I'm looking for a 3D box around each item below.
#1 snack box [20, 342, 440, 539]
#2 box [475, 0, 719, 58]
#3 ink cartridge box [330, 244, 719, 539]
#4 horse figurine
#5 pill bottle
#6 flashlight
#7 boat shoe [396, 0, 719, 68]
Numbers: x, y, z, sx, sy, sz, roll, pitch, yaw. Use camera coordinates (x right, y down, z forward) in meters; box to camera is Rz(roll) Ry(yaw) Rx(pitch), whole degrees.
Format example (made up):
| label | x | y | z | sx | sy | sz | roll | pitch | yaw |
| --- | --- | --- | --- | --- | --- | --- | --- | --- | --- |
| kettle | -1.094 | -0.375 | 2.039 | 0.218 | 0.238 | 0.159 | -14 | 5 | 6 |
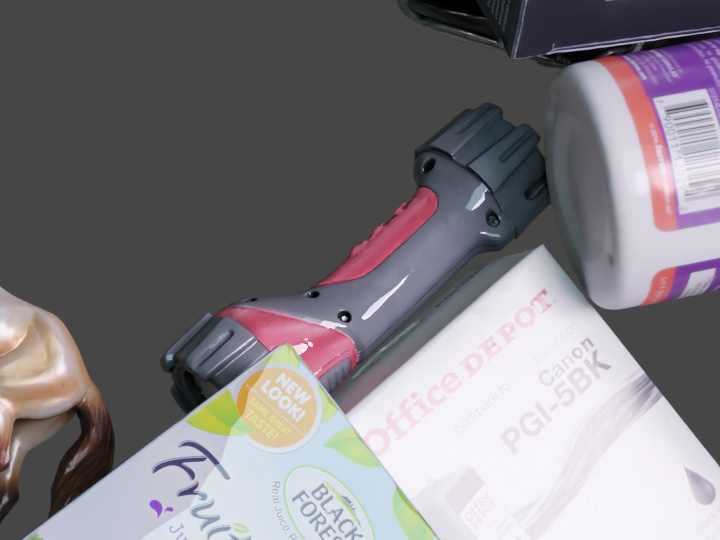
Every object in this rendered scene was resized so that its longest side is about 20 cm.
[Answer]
| label | x | y | z | sx | sy | sz | roll | pitch | yaw |
| --- | --- | --- | --- | --- | --- | --- | --- | --- | --- |
| snack box | -0.068 | 0.146 | 1.081 | 0.200 | 0.053 | 0.142 | -36 | 85 | -12 |
| box | 0.105 | -0.203 | 1.189 | 0.148 | 0.105 | 0.200 | -8 | 45 | -17 |
| ink cartridge box | 0.079 | 0.111 | 1.192 | 0.147 | 0.083 | 0.200 | -41 | 95 | -18 |
| horse figurine | -0.177 | 0.039 | 1.140 | 0.200 | 0.050 | 0.133 | 41 | 67 | -3 |
| pill bottle | 0.191 | -0.054 | 1.175 | 0.199 | 0.111 | 0.112 | -10 | 85 | -11 |
| flashlight | 0.000 | 0.000 | 1.199 | 0.200 | 0.068 | 0.068 | -44 | 112 | -22 |
| boat shoe | 0.109 | -0.121 | 1.236 | 0.199 | 0.071 | 0.064 | 7 | 35 | -10 |
